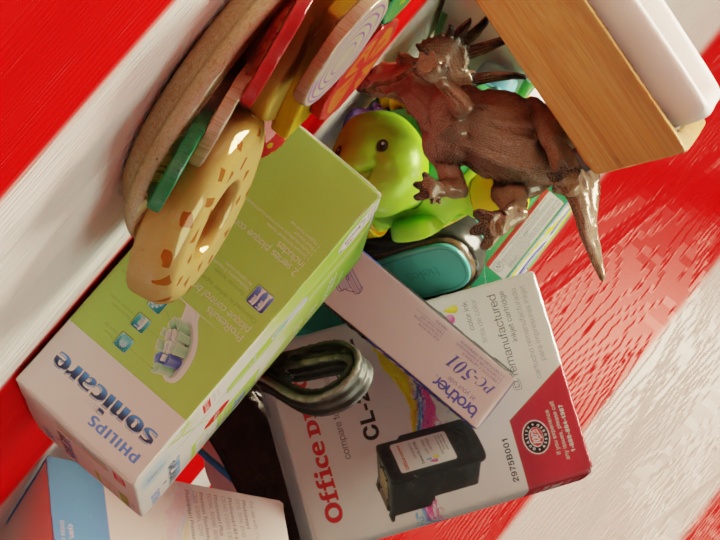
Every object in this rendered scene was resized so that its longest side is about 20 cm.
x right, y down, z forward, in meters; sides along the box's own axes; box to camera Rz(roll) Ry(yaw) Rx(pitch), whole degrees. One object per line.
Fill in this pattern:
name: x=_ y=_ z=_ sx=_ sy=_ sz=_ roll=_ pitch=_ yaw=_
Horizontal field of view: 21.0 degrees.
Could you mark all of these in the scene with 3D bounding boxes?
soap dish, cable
soap dish: x=0.127 y=-0.151 z=1.144 sx=0.081 sy=0.201 sz=0.157 roll=-34 pitch=-179 yaw=17
cable: x=-0.068 y=0.049 z=1.164 sx=0.097 sy=0.051 sz=0.200 roll=-37 pitch=-157 yaw=-12

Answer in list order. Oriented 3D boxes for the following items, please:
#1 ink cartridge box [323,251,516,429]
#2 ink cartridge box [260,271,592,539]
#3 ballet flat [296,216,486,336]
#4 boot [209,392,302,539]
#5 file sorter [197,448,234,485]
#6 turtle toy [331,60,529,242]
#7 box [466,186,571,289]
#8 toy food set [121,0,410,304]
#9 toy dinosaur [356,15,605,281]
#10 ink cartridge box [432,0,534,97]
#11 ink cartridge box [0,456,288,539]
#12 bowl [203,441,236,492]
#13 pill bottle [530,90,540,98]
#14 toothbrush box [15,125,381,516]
ink cartridge box: x=0.011 y=0.023 z=1.259 sx=0.044 sy=0.200 sz=0.094 roll=-51 pitch=175 yaw=-2
ink cartridge box: x=0.040 y=0.101 z=1.340 sx=0.198 sy=0.147 sz=0.083 roll=-16 pitch=172 yaw=-8
ballet flat: x=0.000 y=0.000 z=1.375 sx=0.198 sy=0.068 sz=0.069 roll=-11 pitch=-149 yaw=23
boot: x=-0.082 y=0.144 z=1.391 sx=0.072 sy=0.166 sz=0.201 roll=-24 pitch=-150 yaw=38
file sorter: x=-0.183 y=0.226 z=1.449 sx=0.201 sy=0.122 sz=0.139 roll=-54 pitch=175 yaw=28
turtle toy: x=0.043 y=-0.081 z=1.304 sx=0.144 sy=0.102 sz=0.200 roll=-7 pitch=-158 yaw=29
box: x=0.115 y=-0.021 z=1.503 sx=0.118 sy=0.048 sz=0.200 roll=-51 pitch=176 yaw=-3
toy food set: x=-0.040 y=-0.085 z=0.893 sx=0.200 sy=0.049 sz=0.198 roll=-48 pitch=174 yaw=-32
toy dinosaur: x=0.088 y=-0.085 z=1.187 sx=0.086 sy=0.199 sz=0.136 roll=-58 pitch=175 yaw=28
ink cartridge box: x=0.147 y=-0.226 z=1.353 sx=0.200 sy=0.084 sz=0.146 roll=-50 pitch=175 yaw=-13
ink cartridge box: x=-0.131 y=0.223 z=1.257 sx=0.129 sy=0.198 sz=0.126 roll=-55 pitch=-147 yaw=35
bowl: x=-0.078 y=0.121 z=1.689 sx=0.202 sy=0.090 sz=0.202 roll=-52 pitch=161 yaw=-25
pill bottle: x=0.086 y=-0.102 z=1.563 sx=0.200 sy=0.111 sz=0.112 roll=-48 pitch=175 yaw=-39
toothbrush box: x=-0.086 y=0.024 z=1.057 sx=0.200 sy=0.086 sz=0.146 roll=-48 pitch=174 yaw=-14
